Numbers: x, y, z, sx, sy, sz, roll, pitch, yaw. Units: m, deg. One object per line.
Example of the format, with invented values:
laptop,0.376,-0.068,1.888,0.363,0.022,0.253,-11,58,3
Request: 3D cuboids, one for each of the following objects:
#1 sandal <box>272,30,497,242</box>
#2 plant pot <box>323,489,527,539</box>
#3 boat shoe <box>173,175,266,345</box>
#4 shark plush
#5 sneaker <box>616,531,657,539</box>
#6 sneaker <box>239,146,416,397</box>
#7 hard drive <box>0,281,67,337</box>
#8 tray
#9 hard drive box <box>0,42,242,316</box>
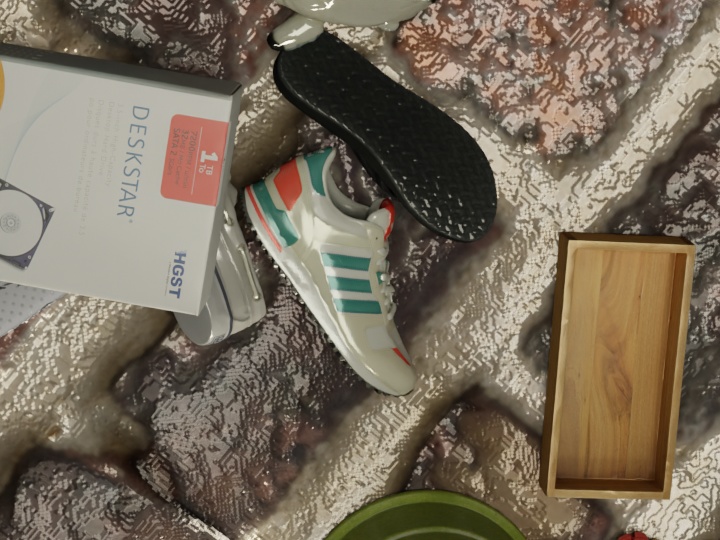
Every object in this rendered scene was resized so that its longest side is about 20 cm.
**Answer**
sandal,0.021,-0.098,1.589,0.200,0.048,0.075,43,71,0
plant pot,0.061,0.288,1.608,0.199,0.190,0.201,-2,103,-8
boat shoe,-0.120,-0.049,1.573,0.066,0.072,0.201,-22,92,-33
shark plush,0.011,-0.223,1.545,0.199,0.084,0.091,-6,143,0
sneaker,0.253,0.300,1.691,0.078,0.082,0.200,-37,105,2
sneaker,0.000,0.000,1.595,0.093,0.070,0.200,-34,102,7
hard drive,-0.300,-0.045,1.561,0.135,0.042,0.200,-33,104,1
tray,0.194,0.073,1.656,0.098,0.037,0.201,2,103,-8
hard drive box,-0.192,-0.067,1.493,0.199,0.077,0.156,9,100,1
